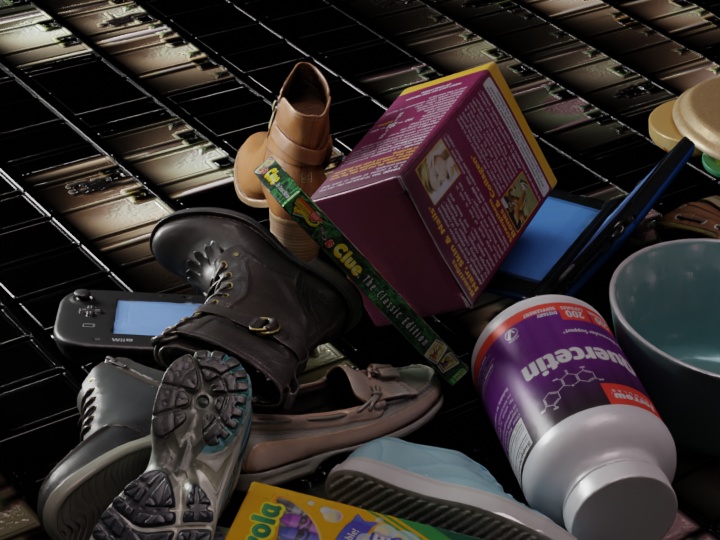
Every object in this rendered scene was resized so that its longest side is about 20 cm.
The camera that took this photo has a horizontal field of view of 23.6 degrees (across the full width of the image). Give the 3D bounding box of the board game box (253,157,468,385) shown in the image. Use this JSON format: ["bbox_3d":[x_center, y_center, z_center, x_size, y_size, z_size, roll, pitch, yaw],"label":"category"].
[{"bbox_3d":[0.000,0.000,1.311,0.023,0.200,0.105,-44,24,-2],"label":"board game box"}]

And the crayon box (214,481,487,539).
[{"bbox_3d":[-0.027,0.208,1.124,0.200,0.052,0.126,12,33,9],"label":"crayon box"}]

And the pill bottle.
[{"bbox_3d":[0.157,0.113,1.247,0.112,0.112,0.200,-3,34,-14],"label":"pill bottle"}]

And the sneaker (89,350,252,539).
[{"bbox_3d":[-0.116,0.158,1.143,0.078,0.086,0.200,17,67,16],"label":"sneaker"}]

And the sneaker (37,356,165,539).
[{"bbox_3d":[-0.181,0.127,1.214,0.106,0.075,0.200,19,25,26],"label":"sneaker"}]

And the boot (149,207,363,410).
[{"bbox_3d":[-0.104,0.026,1.279,0.200,0.069,0.174,22,27,18],"label":"boot"}]

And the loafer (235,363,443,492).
[{"bbox_3d":[-0.019,0.101,1.268,0.200,0.063,0.072,-21,23,-34],"label":"loafer"}]

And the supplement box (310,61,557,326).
[{"bbox_3d":[0.064,-0.065,1.446,0.103,0.131,0.200,-13,25,37],"label":"supplement box"}]

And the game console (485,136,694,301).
[{"bbox_3d":[0.176,-0.057,1.516,0.118,0.171,0.200,41,40,3],"label":"game console"}]

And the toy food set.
[{"bbox_3d":[0.407,-0.136,1.733,0.200,0.049,0.198,-16,40,-32],"label":"toy food set"}]

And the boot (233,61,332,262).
[{"bbox_3d":[-0.061,-0.115,1.519,0.074,0.155,0.200,-5,35,-17],"label":"boot"}]

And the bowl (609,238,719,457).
[{"bbox_3d":[0.284,0.070,1.342,0.201,0.105,0.201,5,33,-3],"label":"bowl"}]

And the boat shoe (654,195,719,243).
[{"bbox_3d":[0.334,0.001,1.499,0.068,0.072,0.200,-15,29,-23],"label":"boat shoe"}]

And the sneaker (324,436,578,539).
[{"bbox_3d":[0.079,0.161,1.196,0.200,0.074,0.082,22,39,21],"label":"sneaker"}]

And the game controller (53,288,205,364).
[{"bbox_3d":[-0.137,0.046,1.350,0.200,0.042,0.104,3,14,-5],"label":"game controller"}]
